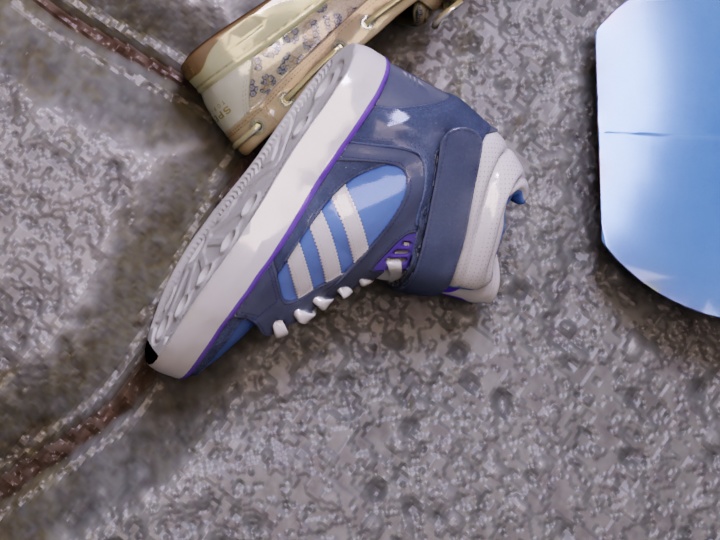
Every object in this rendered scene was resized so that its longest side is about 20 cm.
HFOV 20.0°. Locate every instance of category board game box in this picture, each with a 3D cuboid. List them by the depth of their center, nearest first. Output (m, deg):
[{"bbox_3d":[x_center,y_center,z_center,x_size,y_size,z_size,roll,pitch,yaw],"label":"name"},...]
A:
[{"bbox_3d":[0.203,-0.065,1.111,0.157,0.039,0.201,1,75,-5],"label":"board game box"}]

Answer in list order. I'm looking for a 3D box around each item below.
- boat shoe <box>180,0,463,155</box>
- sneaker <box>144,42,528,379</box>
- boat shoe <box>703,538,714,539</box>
[{"bbox_3d":[0.003,-0.136,1.072,0.199,0.073,0.063,-32,93,-4],"label":"boat shoe"},{"bbox_3d":[0.000,0.000,1.039,0.146,0.081,0.200,34,92,-19],"label":"sneaker"},{"bbox_3d":[0.182,0.239,1.031,0.091,0.071,0.201,-21,82,-10],"label":"boat shoe"}]
